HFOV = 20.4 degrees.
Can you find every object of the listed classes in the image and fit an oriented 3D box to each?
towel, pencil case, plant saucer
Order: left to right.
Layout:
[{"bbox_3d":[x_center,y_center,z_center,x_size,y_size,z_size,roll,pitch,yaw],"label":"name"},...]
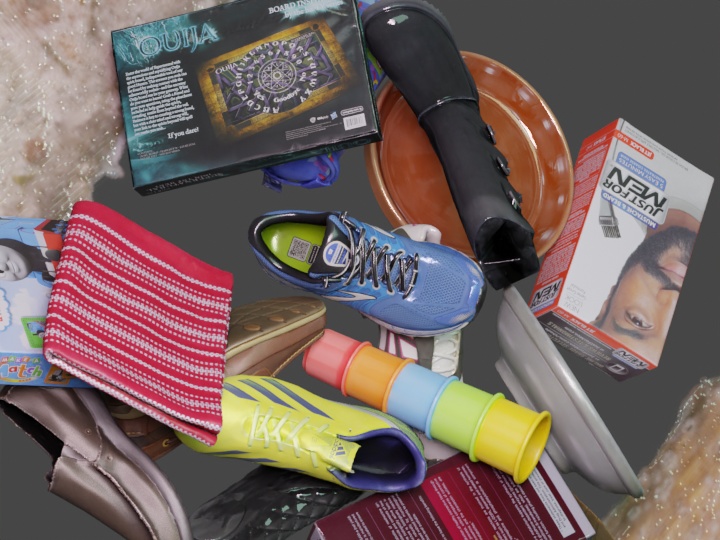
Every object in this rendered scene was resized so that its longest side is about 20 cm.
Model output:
[{"bbox_3d":[-0.156,0.032,1.445,0.144,0.023,0.200,29,28,-18],"label":"towel"},{"bbox_3d":[-0.020,-0.156,1.648,0.087,0.078,0.201,48,53,-36],"label":"pencil case"},{"bbox_3d":[0.091,-0.090,1.713,0.199,0.032,0.201,10,68,-25],"label":"plant saucer"},{"bbox_3d":[0.156,0.107,1.610,0.050,0.200,0.201,-32,89,2],"label":"plant saucer"}]

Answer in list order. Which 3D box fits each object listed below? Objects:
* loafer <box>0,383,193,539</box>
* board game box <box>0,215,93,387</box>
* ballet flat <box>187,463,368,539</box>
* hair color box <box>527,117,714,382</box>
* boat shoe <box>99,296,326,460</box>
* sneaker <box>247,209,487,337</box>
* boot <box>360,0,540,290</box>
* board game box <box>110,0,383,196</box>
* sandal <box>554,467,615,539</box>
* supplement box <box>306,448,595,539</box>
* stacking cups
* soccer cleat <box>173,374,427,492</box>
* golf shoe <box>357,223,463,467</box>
[{"bbox_3d":[-0.198,0.150,1.458,0.071,0.073,0.200,-34,80,-29],"label":"loafer"},{"bbox_3d":[-0.268,0.019,1.440,0.199,0.037,0.152,3,41,-26],"label":"board game box"},{"bbox_3d":[-0.060,0.180,1.536,0.199,0.057,0.066,-25,46,-34],"label":"ballet flat"},{"bbox_3d":[0.227,-0.018,1.742,0.111,0.064,0.201,30,62,-17],"label":"hair color box"},{"bbox_3d":[-0.107,0.080,1.532,0.200,0.072,0.068,-29,115,-31],"label":"boat shoe"},{"bbox_3d":[0.000,0.000,1.547,0.199,0.089,0.079,14,87,16],"label":"sneaker"},{"bbox_3d":[0.072,-0.102,1.578,0.165,0.065,0.201,41,28,-48],"label":"boot"},{"bbox_3d":[-0.091,-0.146,1.569,0.199,0.028,0.136,-12,75,8],"label":"board game box"},{"bbox_3d":[0.151,0.216,1.629,0.080,0.054,0.200,-25,71,-25],"label":"sandal"},{"bbox_3d":[0.069,0.210,1.547,0.199,0.061,0.109,-22,68,-23],"label":"supplement box"},{"bbox_3d":[0.048,0.096,1.552,0.199,0.061,0.061,25,57,19],"label":"stacking cups"},{"bbox_3d":[-0.040,0.124,1.484,0.199,0.084,0.065,13,101,-24],"label":"soccer cleat"},{"bbox_3d":[0.050,0.061,1.606,0.077,0.088,0.201,-11,79,-32],"label":"golf shoe"}]
